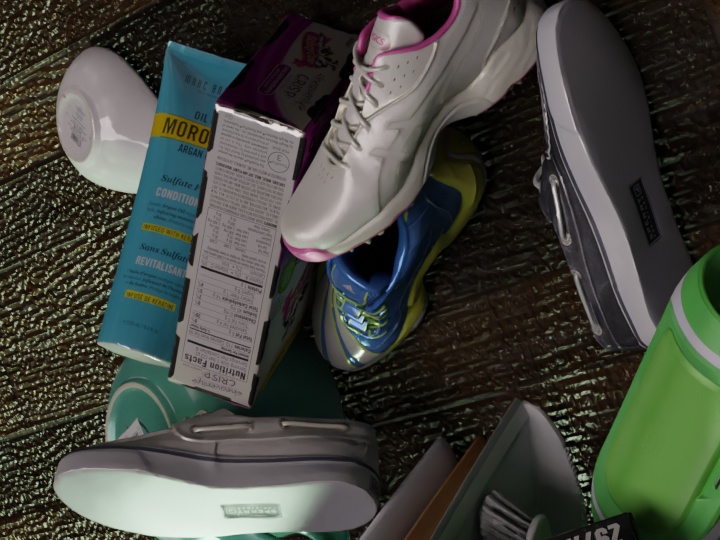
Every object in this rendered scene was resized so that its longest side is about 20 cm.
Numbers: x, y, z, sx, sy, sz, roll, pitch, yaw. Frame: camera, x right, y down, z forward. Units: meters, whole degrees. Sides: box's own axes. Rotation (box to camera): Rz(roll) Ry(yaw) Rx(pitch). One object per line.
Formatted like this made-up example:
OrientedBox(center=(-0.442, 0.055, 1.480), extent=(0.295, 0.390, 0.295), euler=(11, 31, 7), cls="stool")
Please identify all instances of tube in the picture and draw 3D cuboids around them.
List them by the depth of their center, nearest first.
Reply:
OrientedBox(center=(-0.113, -0.041, 1.319), extent=(0.050, 0.077, 0.202), euler=(143, 144, -77), cls="tube")

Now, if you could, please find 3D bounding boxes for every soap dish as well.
OrientedBox(center=(0.016, 0.216, 1.318), extent=(0.081, 0.157, 0.201), euler=(37, 131, 5), cls="soap dish")

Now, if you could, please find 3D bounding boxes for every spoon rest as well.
OrientedBox(center=(-0.149, -0.077, 1.424), extent=(0.200, 0.060, 0.100), euler=(47, 134, 37), cls="spoon rest")

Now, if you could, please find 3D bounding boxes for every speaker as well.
OrientedBox(center=(0.185, 0.076, 1.116), extent=(0.088, 0.088, 0.201), euler=(43, 143, 22), cls="speaker")

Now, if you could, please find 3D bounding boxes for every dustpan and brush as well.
OrientedBox(center=(0.110, 0.195, 1.252), extent=(0.057, 0.140, 0.201), euler=(11, 138, 30), cls="dustpan and brush")

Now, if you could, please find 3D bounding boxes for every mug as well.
OrientedBox(center=(-0.090, 0.112, 1.369), extent=(0.184, 0.114, 0.154), euler=(17, 109, 49), cls="mug")

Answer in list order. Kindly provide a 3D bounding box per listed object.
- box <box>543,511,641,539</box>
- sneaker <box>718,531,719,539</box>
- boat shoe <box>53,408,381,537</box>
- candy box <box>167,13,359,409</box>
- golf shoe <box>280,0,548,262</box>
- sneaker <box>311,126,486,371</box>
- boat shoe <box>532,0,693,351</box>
OrientedBox(center=(0.101, 0.224, 1.175), extent=(0.201, 0.158, 0.050), euler=(66, -175, -52), cls="box")
OrientedBox(center=(0.216, 0.161, 1.077), extent=(0.074, 0.085, 0.201), euler=(6, 136, -4), cls="sneaker")
OrientedBox(center=(-0.086, 0.116, 1.272), extent=(0.198, 0.066, 0.072), euler=(-2, 139, 7), cls="boat shoe")
OrientedBox(center=(-0.056, -0.036, 1.277), extent=(0.060, 0.137, 0.201), euler=(19, 124, 8), cls="candy box")
OrientedBox(center=(0.014, -0.096, 1.160), extent=(0.200, 0.091, 0.075), euler=(-49, 41, 1), cls="golf shoe")
OrientedBox(center=(0.000, 0.000, 1.263), extent=(0.076, 0.105, 0.201), euler=(37, 130, 14), cls="sneaker")
OrientedBox(center=(0.128, -0.049, 1.153), extent=(0.067, 0.072, 0.202), euler=(-9, 108, 44), cls="boat shoe")
